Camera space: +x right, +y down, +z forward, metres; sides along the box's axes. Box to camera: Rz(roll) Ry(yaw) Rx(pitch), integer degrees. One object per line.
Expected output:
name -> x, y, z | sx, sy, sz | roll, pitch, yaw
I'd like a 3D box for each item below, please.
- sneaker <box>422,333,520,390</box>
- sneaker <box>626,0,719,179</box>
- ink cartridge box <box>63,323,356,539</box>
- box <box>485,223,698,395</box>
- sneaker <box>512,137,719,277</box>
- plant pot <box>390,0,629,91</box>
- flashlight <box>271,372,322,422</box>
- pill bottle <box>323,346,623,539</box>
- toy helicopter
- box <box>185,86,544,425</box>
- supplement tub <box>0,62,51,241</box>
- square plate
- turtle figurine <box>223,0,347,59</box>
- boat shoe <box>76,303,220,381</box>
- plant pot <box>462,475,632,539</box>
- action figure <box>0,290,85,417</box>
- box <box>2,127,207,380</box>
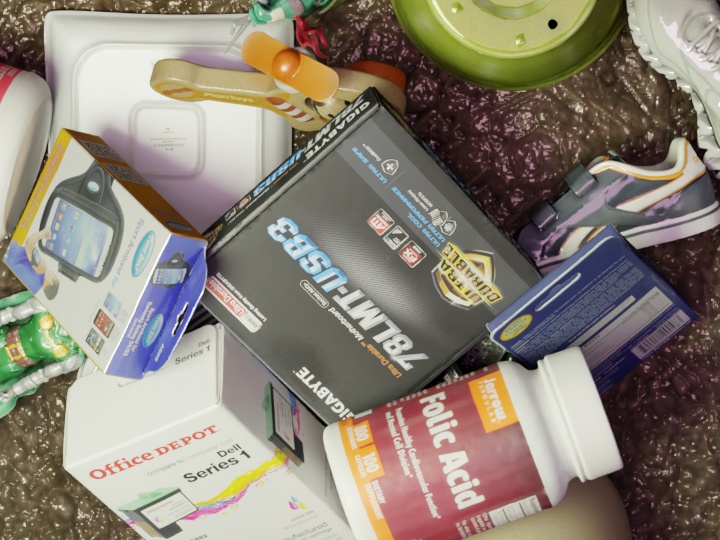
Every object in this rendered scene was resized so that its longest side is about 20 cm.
sneaker -> 0.064, 0.100, 1.753 | 0.071, 0.098, 0.201 | 35, 101, -3
sneaker -> 0.271, -0.151, 1.682 | 0.075, 0.081, 0.200 | -41, 113, -12
ink cartridge box -> -0.112, 0.147, 1.717 | 0.145, 0.084, 0.200 | -23, 133, 21
box -> 0.172, 0.032, 1.695 | 0.121, 0.200, 0.032 | -40, 60, 8
sneaker -> 0.174, -0.045, 1.734 | 0.200, 0.078, 0.079 | -18, 100, -1
plant pot -> 0.112, -0.227, 1.652 | 0.200, 0.193, 0.201 | 1, 98, 4
flashlight -> -0.024, 0.021, 1.762 | 0.068, 0.068, 0.200 | 23, 100, 0
pill bottle -> 0.083, 0.134, 1.644 | 0.200, 0.114, 0.114 | -21, 97, 3
toy helicopter -> -0.065, -0.136, 1.692 | 0.200, 0.132, 0.079 | 8, 76, 11
box -> 0.000, 0.000, 1.659 | 0.198, 0.050, 0.200 | -40, 113, 8
supplement tub -> -0.351, -0.111, 1.729 | 0.200, 0.140, 0.140 | 18, 99, 1
square plate -> -0.153, -0.104, 1.773 | 0.200, 0.028, 0.198 | 1, 99, 4
turtle figurine -> -0.031, -0.249, 1.705 | 0.101, 0.150, 0.200 | 21, 134, -30
boat shoe -> -0.145, 0.043, 1.718 | 0.200, 0.067, 0.074 | -43, 98, 13
plant pot -> 0.121, 0.247, 1.723 | 0.200, 0.134, 0.200 | -2, 115, -5
action figure -> -0.281, 0.065, 1.758 | 0.200, 0.055, 0.118 | -22, 104, 31
box -> -0.186, -0.009, 1.651 | 0.041, 0.200, 0.119 | 14, 109, -40
